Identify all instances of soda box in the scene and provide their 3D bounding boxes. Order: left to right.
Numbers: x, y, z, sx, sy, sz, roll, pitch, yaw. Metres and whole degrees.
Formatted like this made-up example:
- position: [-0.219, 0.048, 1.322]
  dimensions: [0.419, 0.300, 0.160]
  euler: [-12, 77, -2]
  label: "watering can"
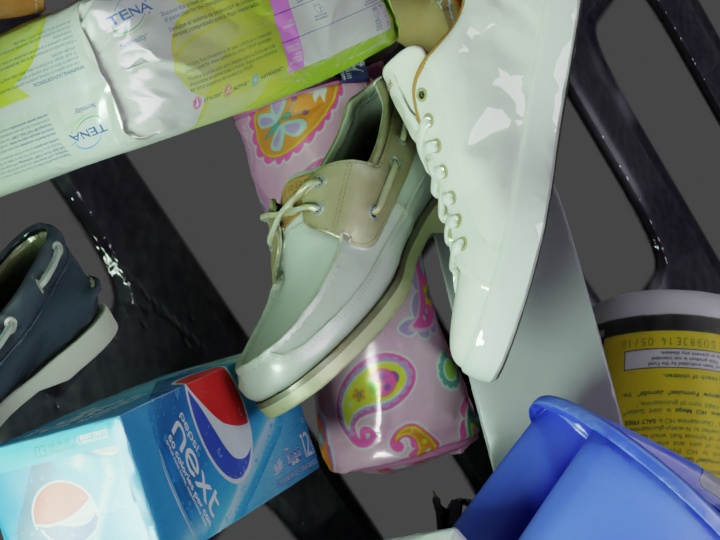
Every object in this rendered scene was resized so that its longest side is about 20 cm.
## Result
- position: [-0.085, 0.081, 1.033]
  dimensions: [0.200, 0.068, 0.064]
  euler: [-24, 97, -72]
  label: "soda box"

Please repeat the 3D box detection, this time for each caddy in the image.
- position: [0.133, 0.139, 1.051]
  dimensions: [0.105, 0.141, 0.200]
  euler: [-46, 108, -10]
  label: "caddy"

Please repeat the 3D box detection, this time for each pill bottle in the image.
- position: [0.170, 0.121, 1.327]
  dimensions: [0.112, 0.112, 0.201]
  euler: [25, 60, -42]
  label: "pill bottle"

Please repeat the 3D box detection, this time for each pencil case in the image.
- position: [0.000, 0.000, 1.193]
  dimensions: [0.087, 0.087, 0.201]
  euler: [-11, 86, -49]
  label: "pencil case"

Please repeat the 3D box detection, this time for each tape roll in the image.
- position: [0.089, 0.059, 1.204]
  dimensions: [0.200, 0.066, 0.201]
  euler: [-16, 90, -87]
  label: "tape roll"

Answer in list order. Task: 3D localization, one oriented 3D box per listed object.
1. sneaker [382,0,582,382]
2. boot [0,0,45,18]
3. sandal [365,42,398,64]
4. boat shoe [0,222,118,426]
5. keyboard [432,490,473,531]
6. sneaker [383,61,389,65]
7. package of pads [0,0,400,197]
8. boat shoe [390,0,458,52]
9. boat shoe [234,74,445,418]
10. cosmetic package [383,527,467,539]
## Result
- position: [0.046, -0.049, 1.080]
  dimensions: [0.084, 0.073, 0.201]
  euler: [9, 72, 1]
  label: "sneaker"
- position: [-0.210, -0.183, 0.968]
  dimensions: [0.154, 0.074, 0.201]
  euler: [-9, 97, -10]
  label: "boot"
- position: [-0.034, -0.172, 1.231]
  dimensions: [0.200, 0.054, 0.081]
  euler: [41, 50, -40]
  label: "sandal"
- position: [-0.171, 0.043, 0.994]
  dimensions: [0.200, 0.075, 0.062]
  euler: [-42, 111, -48]
  label: "boat shoe"
- position: [0.070, 0.185, 1.205]
  dimensions: [0.127, 0.021, 0.200]
  euler: [56, 18, -22]
  label: "keyboard"
- position: [0.060, -0.113, 1.288]
  dimensions: [0.114, 0.075, 0.201]
  euler: [34, 56, -56]
  label: "sneaker"
- position: [-0.094, -0.090, 1.062]
  dimensions: [0.200, 0.154, 0.068]
  euler: [-28, 99, -49]
  label: "package of pads"
- position: [0.040, -0.126, 1.201]
  dimensions: [0.200, 0.076, 0.072]
  euler: [-99, -175, -53]
  label: "boat shoe"
- position: [-0.012, -0.014, 1.089]
  dimensions: [0.068, 0.075, 0.200]
  euler: [49, 40, -14]
  label: "boat shoe"
- position: [0.005, 0.228, 1.038]
  dimensions: [0.199, 0.199, 0.123]
  euler: [49, 47, -26]
  label: "cosmetic package"
